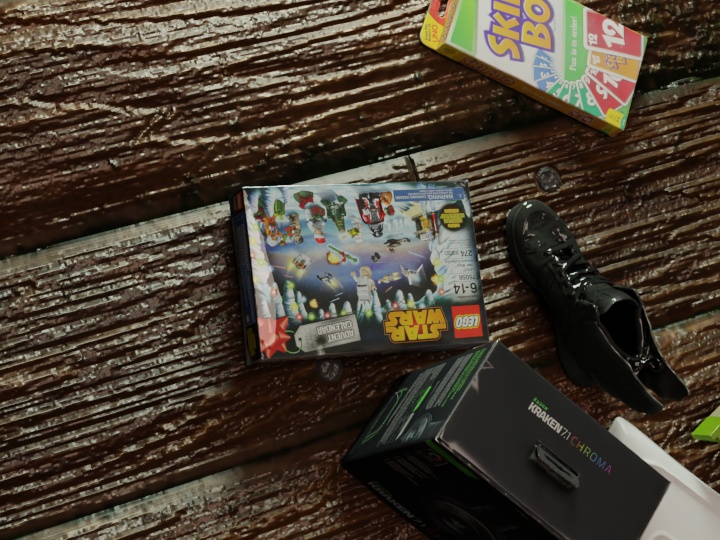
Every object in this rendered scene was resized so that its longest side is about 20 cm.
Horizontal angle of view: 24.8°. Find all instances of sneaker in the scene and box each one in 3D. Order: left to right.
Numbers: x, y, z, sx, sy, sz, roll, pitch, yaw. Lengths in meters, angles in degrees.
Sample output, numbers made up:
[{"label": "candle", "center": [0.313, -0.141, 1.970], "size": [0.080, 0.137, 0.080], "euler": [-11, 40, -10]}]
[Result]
[{"label": "sneaker", "center": [0.193, 0.026, 1.344], "size": [0.060, 0.104, 0.201], "euler": [-21, 87, -24]}]

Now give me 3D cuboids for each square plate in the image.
[{"label": "square plate", "center": [0.251, 0.256, 1.359], "size": [0.200, 0.028, 0.198], "euler": [36, 67, -11]}]

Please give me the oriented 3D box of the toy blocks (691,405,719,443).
[{"label": "toy blocks", "center": [0.396, 0.136, 1.420], "size": [0.200, 0.100, 0.137], "euler": [-39, 106, -25]}]

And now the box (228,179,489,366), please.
[{"label": "box", "center": [0.000, 0.000, 1.305], "size": [0.199, 0.040, 0.138], "euler": [-4, 81, -23]}]

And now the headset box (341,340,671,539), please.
[{"label": "headset box", "center": [0.108, 0.152, 1.229], "size": [0.174, 0.200, 0.093], "euler": [39, 66, -11]}]

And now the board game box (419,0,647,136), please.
[{"label": "board game box", "center": [0.152, -0.200, 1.422], "size": [0.199, 0.030, 0.096], "euler": [22, 70, -14]}]
